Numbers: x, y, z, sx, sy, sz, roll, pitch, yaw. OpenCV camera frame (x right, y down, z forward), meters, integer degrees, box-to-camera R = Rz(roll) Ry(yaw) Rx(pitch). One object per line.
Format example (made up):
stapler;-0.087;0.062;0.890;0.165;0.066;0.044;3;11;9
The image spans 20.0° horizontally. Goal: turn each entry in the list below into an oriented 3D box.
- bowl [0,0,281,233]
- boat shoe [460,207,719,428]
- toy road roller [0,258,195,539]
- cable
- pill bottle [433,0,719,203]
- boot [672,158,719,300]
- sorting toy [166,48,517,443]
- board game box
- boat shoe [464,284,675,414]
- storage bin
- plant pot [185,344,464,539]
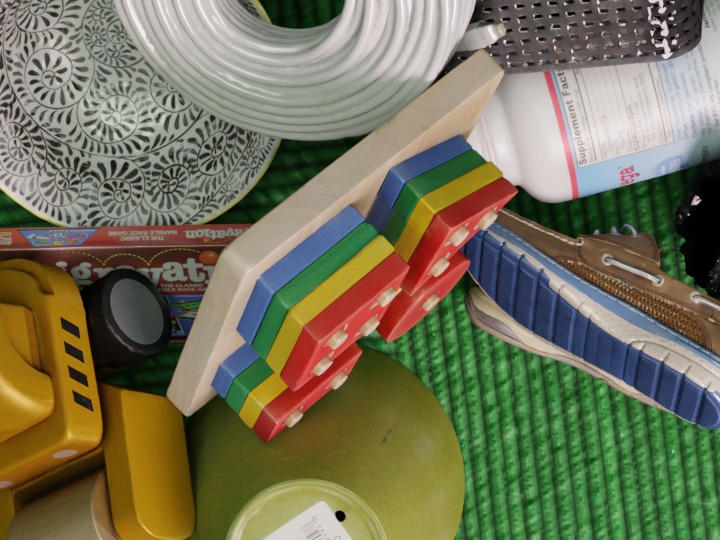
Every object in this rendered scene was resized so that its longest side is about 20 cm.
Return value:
bowl;-0.140;-0.127;1.228;0.200;0.094;0.201;1;118;1
boat shoe;0.149;0.015;1.208;0.200;0.072;0.072;35;64;15
toy road roller;-0.193;0.091;1.188;0.123;0.146;0.200;-27;66;35
cable;-0.038;-0.161;1.100;0.200;0.069;0.200;-26;114;28
pill bottle;0.146;-0.104;1.230;0.200;0.109;0.109;-15;95;3
boot;0.277;-0.064;1.192;0.162;0.198;0.073;-11;56;-17
sorting toy;0.000;0.000;1.136;0.199;0.200;0.070;-39;79;-27
board game box;-0.130;0.010;1.258;0.200;0.103;0.019;-1;52;1
boat shoe;0.165;0.035;1.262;0.200;0.074;0.073;22;96;-2
storage bin;0.095;-0.186;1.180;0.200;0.135;0.094;-3;124;15
plant pot;-0.028;0.147;1.213;0.187;0.200;0.187;0;96;1
